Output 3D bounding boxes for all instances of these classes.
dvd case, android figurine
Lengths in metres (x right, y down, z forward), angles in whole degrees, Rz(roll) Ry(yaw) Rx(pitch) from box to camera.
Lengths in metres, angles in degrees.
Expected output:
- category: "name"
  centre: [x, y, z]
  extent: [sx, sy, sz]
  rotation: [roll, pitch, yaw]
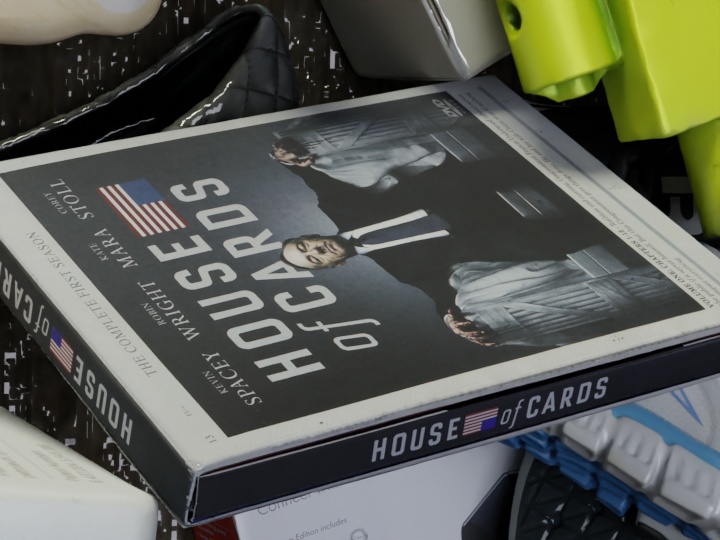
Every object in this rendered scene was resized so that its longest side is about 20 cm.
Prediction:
- category: "dvd case"
  centre: [0.000, 0.000, 0.698]
  extent: [0.199, 0.150, 0.025]
  rotation: [-12, 129, -32]
- category: "android figurine"
  centre: [0.120, -0.118, 0.757]
  extent: [0.181, 0.041, 0.201]
  rotation: [-21, 97, -21]

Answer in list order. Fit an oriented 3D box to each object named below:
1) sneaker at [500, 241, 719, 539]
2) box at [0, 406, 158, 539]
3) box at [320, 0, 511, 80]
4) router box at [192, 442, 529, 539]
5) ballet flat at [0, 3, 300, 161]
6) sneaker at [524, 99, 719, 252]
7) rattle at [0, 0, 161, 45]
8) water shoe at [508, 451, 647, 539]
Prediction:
- category: "sneaker"
  centre: [0.072, 0.019, 0.771]
  extent: [0.199, 0.075, 0.087]
  rotation: [32, 74, 6]
- category: "box"
  centre: [-0.173, 0.136, 0.668]
  extent: [0.170, 0.200, 0.201]
  rotation: [7, 92, -23]
- category: "box"
  centre: [0.078, -0.146, 0.815]
  extent: [0.199, 0.095, 0.078]
  rotation: [-32, 107, -17]
- category: "router box"
  centre: [0.049, 0.114, 0.850]
  extent: [0.199, 0.049, 0.181]
  rotation: [-18, 102, -22]
- category: "ballet flat"
  centre: [-0.107, -0.032, 0.753]
  extent: [0.199, 0.066, 0.057]
  rotation: [-25, 124, -28]
- category: "sneaker"
  centre: [0.075, -0.027, 0.814]
  extent: [0.199, 0.112, 0.074]
  rotation: [-8, 97, -24]
- category: "rattle"
  centre: [-0.122, -0.133, 0.704]
  extent: [0.199, 0.143, 0.131]
  rotation: [21, 105, -31]
- category: "water shoe"
  centre: [0.096, 0.139, 0.816]
  extent: [0.071, 0.079, 0.202]
  rotation: [-10, 77, 13]
